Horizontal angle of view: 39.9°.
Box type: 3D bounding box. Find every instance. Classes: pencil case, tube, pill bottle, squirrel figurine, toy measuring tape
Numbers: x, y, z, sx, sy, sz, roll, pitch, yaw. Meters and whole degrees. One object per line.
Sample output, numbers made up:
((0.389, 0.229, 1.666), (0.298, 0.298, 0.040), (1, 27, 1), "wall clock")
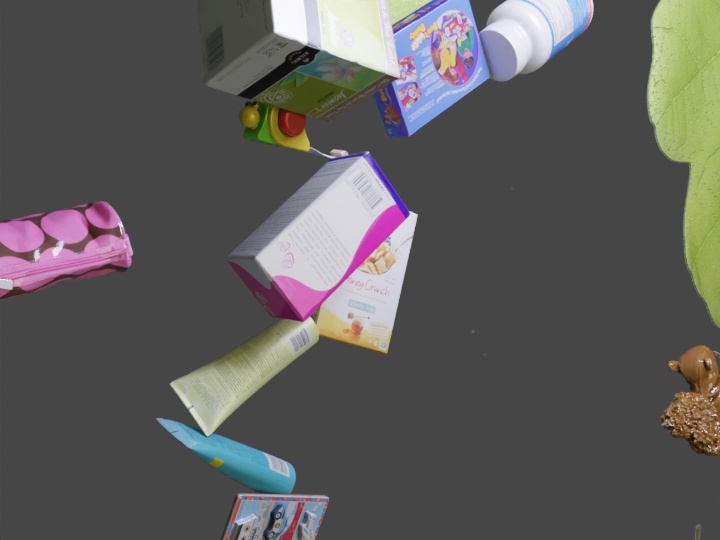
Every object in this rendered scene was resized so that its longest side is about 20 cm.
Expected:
((-0.326, -0.014, 1.000), (0.199, 0.093, 0.092), (-20, 108, -41), "pencil case")
((-0.158, 0.228, 1.205), (0.200, 0.077, 0.051), (37, 77, -43), "tube")
((0.259, -0.369, 1.509), (0.200, 0.111, 0.113), (-40, 120, -32), "pill bottle")
((0.684, 0.255, 1.970), (0.200, 0.141, 0.188), (-47, 117, -33), "squirrel figurine")
((-0.138, 0.118, 1.226), (0.199, 0.058, 0.052), (-36, 134, -35), "tube")
((-0.079, -0.185, 1.241), (0.199, 0.073, 0.075), (6, 90, -53), "toy measuring tape")

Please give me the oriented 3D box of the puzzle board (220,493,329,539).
((-0.126, 0.377, 1.253), (0.150, 0.017, 0.202), (13, 99, -44), "puzzle board")

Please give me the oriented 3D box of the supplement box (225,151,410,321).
((-0.052, -0.042, 1.224), (0.200, 0.103, 0.102), (-45, 111, -22), "supplement box")

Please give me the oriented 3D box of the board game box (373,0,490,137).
((0.094, -0.294, 1.404), (0.200, 0.044, 0.136), (-38, 119, -34), "board game box")

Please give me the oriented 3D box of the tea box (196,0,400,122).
((-0.075, -0.304, 1.139), (0.195, 0.133, 0.203), (9, 66, -43), "tea box")

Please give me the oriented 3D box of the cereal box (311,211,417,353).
((0.000, 0.000, 1.349), (0.143, 0.039, 0.203), (18, 82, -43), "cereal box")
